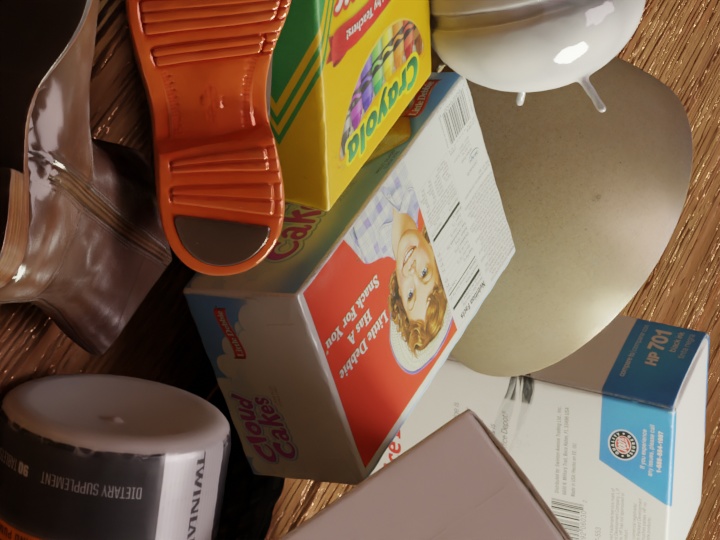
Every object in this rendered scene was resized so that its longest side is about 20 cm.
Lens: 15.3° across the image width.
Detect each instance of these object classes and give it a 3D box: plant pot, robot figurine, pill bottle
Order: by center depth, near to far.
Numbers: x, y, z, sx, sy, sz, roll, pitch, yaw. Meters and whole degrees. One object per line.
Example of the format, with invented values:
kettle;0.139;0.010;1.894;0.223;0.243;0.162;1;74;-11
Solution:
pill bottle;-0.122;0.156;1.226;0.106;0.106;0.200;-26;126;-65
robot figurine;0.075;-0.174;1.323;0.113;0.170;0.200;-20;106;-16
plant pot;0.069;-0.058;1.527;0.134;0.200;0.200;32;68;-31

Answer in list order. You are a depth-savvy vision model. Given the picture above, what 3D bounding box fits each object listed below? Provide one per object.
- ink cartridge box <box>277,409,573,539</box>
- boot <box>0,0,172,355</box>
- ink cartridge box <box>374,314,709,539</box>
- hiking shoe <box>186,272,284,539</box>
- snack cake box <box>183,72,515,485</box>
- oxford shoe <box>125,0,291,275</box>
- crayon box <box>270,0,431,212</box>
ink cartridge box;0.004;0.151;1.284;0.147;0.083;0.200;-34;174;-14
boot;-0.121;-0.064;1.160;0.200;0.064;0.187;29;76;-72
ink cartridge box;0.107;0.096;1.660;0.086;0.200;0.147;-56;152;-47
hiking shoe;-0.054;0.078;1.399;0.101;0.076;0.200;24;80;-66
snack cake box;0.000;0.000;1.348;0.200;0.067;0.115;-54;136;-45
oxford shoe;-0.070;-0.102;1.163;0.073;0.071;0.200;-119;-150;-68
crayon box;-0.013;-0.120;1.255;0.127;0.051;0.200;-56;152;-45
